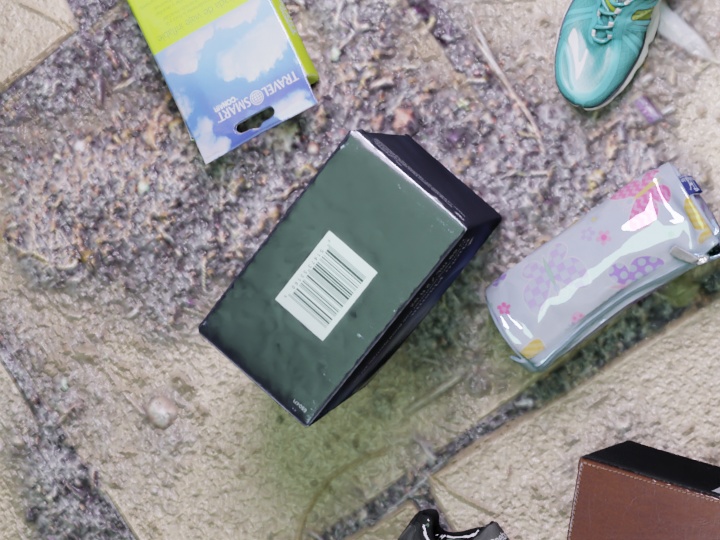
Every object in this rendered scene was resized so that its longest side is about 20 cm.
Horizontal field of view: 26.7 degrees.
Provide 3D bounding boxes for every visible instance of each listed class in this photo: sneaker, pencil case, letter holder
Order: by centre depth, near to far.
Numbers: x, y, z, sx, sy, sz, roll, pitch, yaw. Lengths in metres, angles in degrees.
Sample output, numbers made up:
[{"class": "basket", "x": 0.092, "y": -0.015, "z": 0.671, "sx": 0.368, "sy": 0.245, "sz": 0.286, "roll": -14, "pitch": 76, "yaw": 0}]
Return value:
[{"class": "letter holder", "x": 0.269, "y": 0.233, "z": 1.186, "sx": 0.199, "sy": 0.100, "sz": 0.144, "roll": 14, "pitch": 99, "yaw": 31}, {"class": "sneaker", "x": 0.207, "y": -0.224, "z": 1.208, "sx": 0.077, "sy": 0.080, "sz": 0.201, "roll": 28, "pitch": 107, "yaw": 12}, {"class": "pencil case", "x": 0.198, "y": 0.000, "z": 1.224, "sx": 0.199, "sy": 0.083, "sz": 0.091, "roll": -34, "pitch": 63, "yaw": 15}, {"class": "sneaker", "x": 0.115, "y": 0.262, "z": 1.271, "sx": 0.199, "sy": 0.066, "sz": 0.091, "roll": 22, "pitch": 101, "yaw": 14}]

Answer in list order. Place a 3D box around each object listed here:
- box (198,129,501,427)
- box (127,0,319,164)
[{"class": "box", "x": 0.000, "y": 0.000, "z": 1.216, "sx": 0.123, "sy": 0.198, "sz": 0.200, "roll": 40, "pitch": 102, "yaw": 6}, {"class": "box", "x": -0.123, "y": -0.207, "z": 1.313, "sx": 0.121, "sy": 0.048, "sz": 0.201, "roll": -27, "pitch": 87, "yaw": 15}]
